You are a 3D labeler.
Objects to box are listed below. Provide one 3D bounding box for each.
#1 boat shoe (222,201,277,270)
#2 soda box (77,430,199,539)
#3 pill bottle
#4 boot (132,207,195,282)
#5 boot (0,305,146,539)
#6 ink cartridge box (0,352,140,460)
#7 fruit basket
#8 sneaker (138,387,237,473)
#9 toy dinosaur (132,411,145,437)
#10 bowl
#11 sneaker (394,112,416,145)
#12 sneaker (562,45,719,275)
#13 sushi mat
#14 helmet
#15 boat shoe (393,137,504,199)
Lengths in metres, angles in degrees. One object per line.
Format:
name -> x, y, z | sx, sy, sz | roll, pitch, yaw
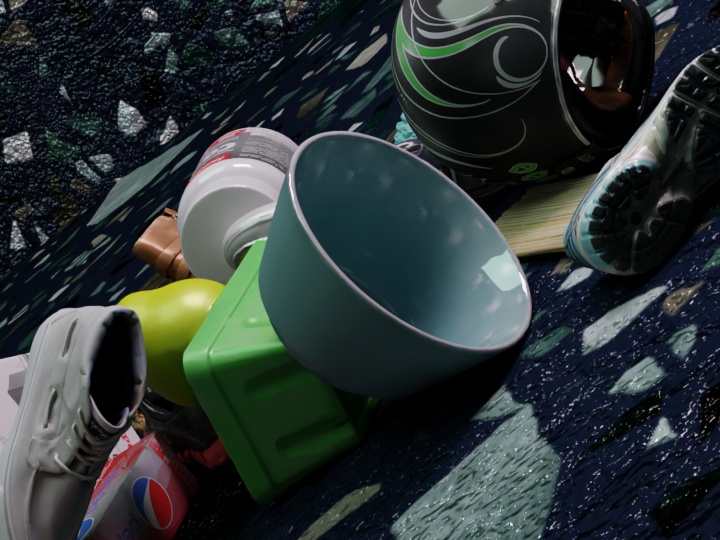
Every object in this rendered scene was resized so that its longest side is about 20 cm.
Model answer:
boat shoe -> -0.017, -0.011, 1.566 | 0.200, 0.072, 0.069 | 0, 41, 10
soda box -> -0.194, 0.212, 1.515 | 0.070, 0.063, 0.200 | -33, 14, 28
pill bottle -> -0.100, -0.052, 1.714 | 0.114, 0.114, 0.200 | -38, 11, 11
boot -> -0.135, 0.009, 1.785 | 0.077, 0.155, 0.200 | -57, 5, 22
boot -> -0.207, 0.120, 1.413 | 0.096, 0.073, 0.200 | -12, 69, 53
ink cartridge box -> -0.281, 0.151, 1.631 | 0.084, 0.146, 0.200 | -39, -12, 26
fruit basket -> -0.089, 0.068, 1.477 | 0.215, 0.156, 0.216 | -24, 20, 9
sneaker -> -0.146, 0.116, 1.624 | 0.071, 0.098, 0.200 | -47, 13, -19
toy dinosaur -> -0.184, 0.096, 1.830 | 0.136, 0.102, 0.200 | -56, 33, 7
bowl -> 0.009, 0.011, 1.356 | 0.105, 0.201, 0.201 | -51, 6, 31
sneaker -> 0.125, -0.146, 1.727 | 0.200, 0.091, 0.078 | -33, 33, 0
sneaker -> 0.203, -0.078, 1.310 | 0.200, 0.078, 0.086 | -45, 10, -17
sushi mat -> 0.149, -0.043, 1.482 | 0.096, 0.012, 0.200 | -43, 12, -20
helmet -> 0.118, -0.168, 1.565 | 0.190, 0.200, 0.200 | 0, 38, 39
boat shoe -> 0.053, -0.072, 1.648 | 0.200, 0.075, 0.093 | -16, 21, 9
